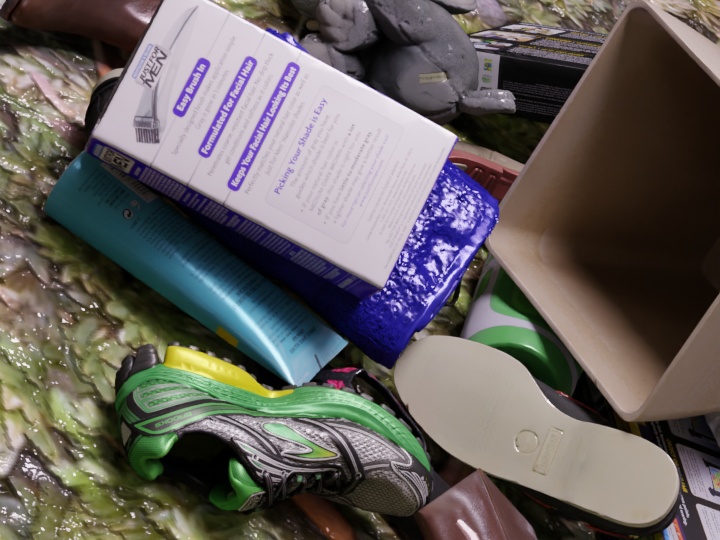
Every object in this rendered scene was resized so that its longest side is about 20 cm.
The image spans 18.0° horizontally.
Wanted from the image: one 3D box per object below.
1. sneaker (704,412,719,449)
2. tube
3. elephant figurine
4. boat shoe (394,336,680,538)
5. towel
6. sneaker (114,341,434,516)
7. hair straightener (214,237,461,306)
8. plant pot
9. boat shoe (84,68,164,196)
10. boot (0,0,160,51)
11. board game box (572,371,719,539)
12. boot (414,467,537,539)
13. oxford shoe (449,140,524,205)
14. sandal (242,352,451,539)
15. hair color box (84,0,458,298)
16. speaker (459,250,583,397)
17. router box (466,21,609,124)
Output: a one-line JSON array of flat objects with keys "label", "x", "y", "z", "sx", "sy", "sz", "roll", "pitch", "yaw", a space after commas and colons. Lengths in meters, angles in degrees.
[{"label": "sneaker", "x": 0.316, "y": 0.125, "z": 1.571, "sx": 0.199, "sy": 0.078, "sz": 0.100, "roll": 17, "pitch": 43, "yaw": -17}, {"label": "tube", "x": -0.102, "y": 0.000, "z": 1.406, "sx": 0.200, "sy": 0.050, "sz": 0.077, "roll": 36, "pitch": 36, "yaw": 6}, {"label": "elephant figurine", "x": 0.021, "y": -0.181, "z": 1.718, "sx": 0.156, "sy": 0.141, "sz": 0.200, "roll": 62, "pitch": 11, "yaw": -15}, {"label": "boat shoe", "x": 0.111, "y": 0.109, "z": 1.448, "sx": 0.201, "sy": 0.074, "sz": 0.063, "roll": 27, "pitch": -11, "yaw": 18}, {"label": "towel", "x": -0.016, "y": -0.051, "z": 1.452, "sx": 0.200, "sy": 0.050, "sz": 0.148, "roll": 37, "pitch": 60, "yaw": -5}, {"label": "sneaker", "x": -0.051, "y": 0.113, "z": 1.323, "sx": 0.199, "sy": 0.078, "sz": 0.085, "roll": 15, "pitch": 44, "yaw": -18}, {"label": "hair straightener", "x": 0.000, "y": 0.000, "z": 1.516, "sx": 0.200, "sy": 0.041, "sz": 0.077, "roll": 16, "pitch": -5, "yaw": -40}, {"label": "plant pot", "x": 0.237, "y": -0.026, "z": 1.486, "sx": 0.177, "sy": 0.200, "sz": 0.200, "roll": 12, "pitch": 30, "yaw": -39}, {"label": "boat shoe", "x": -0.088, "y": -0.066, "z": 1.503, "sx": 0.201, "sy": 0.074, "sz": 0.063, "roll": 22, "pitch": 36, "yaw": -16}, {"label": "boot", "x": -0.128, "y": -0.137, "z": 1.555, "sx": 0.200, "sy": 0.064, "sz": 0.186, "roll": 49, "pitch": 34, "yaw": 9}, {"label": "board game box", "x": 0.235, "y": 0.161, "z": 1.551, "sx": 0.165, "sy": 0.057, "sz": 0.200, "roll": 22, "pitch": 35, "yaw": -27}, {"label": "boot", "x": 0.063, "y": 0.204, "z": 1.295, "sx": 0.186, "sy": 0.064, "sz": 0.201, "roll": 19, "pitch": 44, "yaw": -51}, {"label": "oxford shoe", "x": 0.115, "y": -0.056, "z": 1.697, "sx": 0.200, "sy": 0.071, "sz": 0.075, "roll": 25, "pitch": 19, "yaw": -31}, {"label": "sandal", "x": 0.012, "y": 0.103, "z": 1.411, "sx": 0.200, "sy": 0.045, "sz": 0.075, "roll": 43, "pitch": 32, "yaw": 7}, {"label": "hair color box", "x": -0.055, "y": -0.077, "z": 1.388, "sx": 0.200, "sy": 0.110, "sz": 0.065, "roll": 29, "pitch": -11, "yaw": -8}, {"label": "speaker", "x": 0.119, "y": 0.029, "z": 1.576, "sx": 0.088, "sy": 0.089, "sz": 0.200, "roll": 34, "pitch": 32, "yaw": -7}, {"label": "router box", "x": 0.172, "y": -0.152, "z": 1.792, "sx": 0.199, "sy": 0.051, "sz": 0.149, "roll": 13, "pitch": 19, "yaw": 32}]
